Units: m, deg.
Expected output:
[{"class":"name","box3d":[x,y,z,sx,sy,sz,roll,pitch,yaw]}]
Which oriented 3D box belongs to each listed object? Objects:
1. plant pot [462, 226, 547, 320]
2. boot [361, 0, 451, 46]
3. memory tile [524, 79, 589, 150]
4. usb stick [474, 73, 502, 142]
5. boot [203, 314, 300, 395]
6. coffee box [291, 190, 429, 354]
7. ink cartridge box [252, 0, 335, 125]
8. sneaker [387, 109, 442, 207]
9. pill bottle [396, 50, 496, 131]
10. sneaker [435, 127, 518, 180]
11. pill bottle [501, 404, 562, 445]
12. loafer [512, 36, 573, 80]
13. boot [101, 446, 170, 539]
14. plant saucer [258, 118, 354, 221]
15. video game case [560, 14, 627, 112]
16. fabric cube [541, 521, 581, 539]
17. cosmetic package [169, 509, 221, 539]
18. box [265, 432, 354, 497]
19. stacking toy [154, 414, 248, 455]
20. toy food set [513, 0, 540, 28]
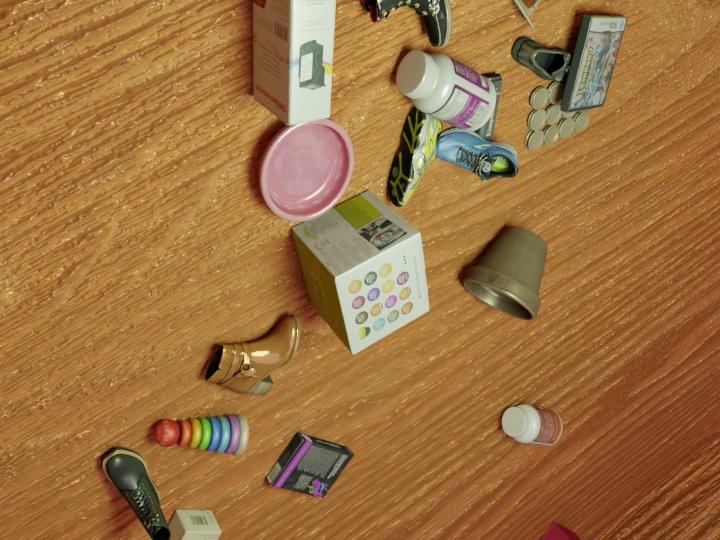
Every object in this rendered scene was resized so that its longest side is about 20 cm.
[{"class":"plant pot","box3d":[0.365,-0.005,1.776,0.199,0.198,0.178,36,78,-45]},{"class":"boot","box3d":[0.081,-0.477,1.309,0.148,0.073,0.204,-30,128,-18]},{"class":"memory tile","box3d":[0.462,-0.370,1.704,0.196,0.017,0.157,-24,130,-23]},{"class":"usb stick","box3d":[0.267,-0.318,1.582,0.054,0.033,0.205,-14,125,-28]},{"class":"boot","box3d":[-0.224,0.164,1.522,0.153,0.077,0.202,21,112,-38]},{"class":"coffee box","box3d":[0.000,0.000,1.478,0.194,0.200,0.203,-27,131,-18]},{"class":"ink cartridge box","box3d":[-0.111,-0.361,1.193,0.081,0.146,0.205,-15,128,-29]},{"class":"sneaker","box3d":[0.116,-0.221,1.506,0.075,0.075,0.204,2,119,-36]},{"class":"pill bottle","box3d":[0.164,-0.351,1.429,0.197,0.112,0.114,13,111,-41]},{"class":"sneaker","box3d":[0.247,-0.241,1.550,0.194,0.090,0.080,10,120,-10]},{"class":"pill bottle","box3d":[0.517,0.467,2.234,0.197,0.112,0.114,18,108,-42]},{"class":"loafer","box3d":[0.407,-0.443,1.581,0.196,0.063,0.073,4,117,-38]},{"class":"boot","box3d":[-0.445,0.460,1.497,0.077,0.138,0.202,-34,133,-11]},{"class":"plant saucer","box3d":[-0.105,-0.193,1.376,0.196,0.051,0.205,-18,128,-25]},{"class":"video game case","box3d":[0.520,-0.461,1.642,0.178,0.025,0.205,-19,126,-45]},{"class":"fabric cube","box3d":[0.777,1.117,2.800,0.197,0.200,0.198,-50,133,4]},{"class":"cosmetic package","box3d":[-0.413,0.654,1.696,0.102,0.073,0.204,16,107,-42]},{"class":"box","box3d":[-0.121,0.484,1.826,0.198,0.036,0.144,30,99,-43]},{"class":"stacking toy","box3d":[-0.337,0.341,1.550,0.196,0.086,0.087,12,112,-33]},{"class":"toy food set","box3d":[0.365,-0.603,1.445,0.202,0.060,0.143,-52,134,5]}]
